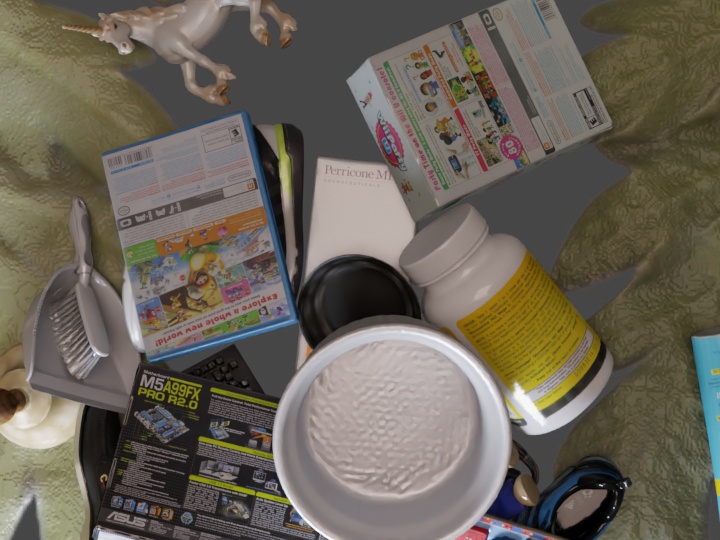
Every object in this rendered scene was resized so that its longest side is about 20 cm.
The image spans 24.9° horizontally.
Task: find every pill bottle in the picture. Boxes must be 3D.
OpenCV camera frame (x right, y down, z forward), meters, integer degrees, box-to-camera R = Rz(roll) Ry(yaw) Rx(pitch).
[{"bbox_3d":[0.128,0.041,1.467,0.112,0.112,0.200,-40,105,2],"label":"pill bottle"}]

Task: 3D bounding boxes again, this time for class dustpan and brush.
[{"bbox_3d":[-0.261,0.024,1.522,0.057,0.139,0.201,-34,57,25],"label":"dustpan and brush"}]

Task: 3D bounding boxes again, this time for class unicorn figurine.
[{"bbox_3d":[-0.155,-0.227,1.533,0.200,0.074,0.137,-41,78,-12],"label":"unicorn figurine"}]

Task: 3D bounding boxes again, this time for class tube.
[{"bbox_3d":[0.353,0.152,1.516,0.077,0.050,0.201,-13,94,10],"label":"tube"}]

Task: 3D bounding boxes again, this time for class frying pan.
[{"bbox_3d":[0.024,0.067,1.456,0.115,0.031,0.190,-37,97,23],"label":"frying pan"}]

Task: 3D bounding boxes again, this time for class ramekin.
[{"bbox_3d":[0.026,0.134,1.399,0.199,0.098,0.201,0,101,0],"label":"ramekin"}]

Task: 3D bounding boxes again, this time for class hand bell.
[{"bbox_3d":[-0.314,0.119,1.467,0.104,0.200,0.105,0,90,3],"label":"hand bell"}]

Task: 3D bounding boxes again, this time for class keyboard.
[{"bbox_3d":[-0.076,0.156,1.518,0.127,0.021,0.200,-27,76,-23],"label":"keyboard"}]

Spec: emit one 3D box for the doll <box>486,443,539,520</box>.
[{"bbox_3d":[0.060,0.219,1.510,0.200,0.048,0.137,-29,89,18],"label":"doll"}]

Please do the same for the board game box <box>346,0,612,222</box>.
[{"bbox_3d":[0.109,-0.152,1.480,0.199,0.064,0.148,-24,88,-23],"label":"board game box"}]

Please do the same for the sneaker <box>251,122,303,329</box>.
[{"bbox_3d":[-0.096,-0.044,1.522,0.082,0.072,0.201,1,79,-6],"label":"sneaker"}]

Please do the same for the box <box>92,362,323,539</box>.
[{"bbox_3d":[-0.123,0.185,1.461,0.199,0.044,0.161,15,64,-7],"label":"box"}]

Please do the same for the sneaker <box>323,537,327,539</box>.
[{"bbox_3d":[-0.134,0.243,1.527,0.199,0.066,0.091,-14,86,-1],"label":"sneaker"}]

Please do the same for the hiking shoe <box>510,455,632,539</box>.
[{"bbox_3d":[0.161,0.246,1.500,0.074,0.087,0.200,45,92,2],"label":"hiking shoe"}]

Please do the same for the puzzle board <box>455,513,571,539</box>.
[{"bbox_3d":[0.088,0.284,1.485,0.199,0.017,0.151,17,114,9],"label":"puzzle board"}]

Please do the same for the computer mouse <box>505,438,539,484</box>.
[{"bbox_3d":[0.074,0.161,1.531,0.199,0.034,0.059,19,90,2],"label":"computer mouse"}]

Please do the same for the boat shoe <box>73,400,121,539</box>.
[{"bbox_3d":[-0.224,0.208,1.501,0.063,0.074,0.202,-16,61,12],"label":"boat shoe"}]

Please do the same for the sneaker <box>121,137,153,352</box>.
[{"bbox_3d":[-0.177,-0.020,1.527,0.080,0.070,0.201,9,89,0],"label":"sneaker"}]

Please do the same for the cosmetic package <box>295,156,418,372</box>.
[{"bbox_3d":[0.000,0.000,1.517,0.101,0.071,0.201,5,89,3],"label":"cosmetic package"}]

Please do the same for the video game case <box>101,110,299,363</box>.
[{"bbox_3d":[-0.146,-0.031,1.476,0.143,0.018,0.201,-16,78,7],"label":"video game case"}]
